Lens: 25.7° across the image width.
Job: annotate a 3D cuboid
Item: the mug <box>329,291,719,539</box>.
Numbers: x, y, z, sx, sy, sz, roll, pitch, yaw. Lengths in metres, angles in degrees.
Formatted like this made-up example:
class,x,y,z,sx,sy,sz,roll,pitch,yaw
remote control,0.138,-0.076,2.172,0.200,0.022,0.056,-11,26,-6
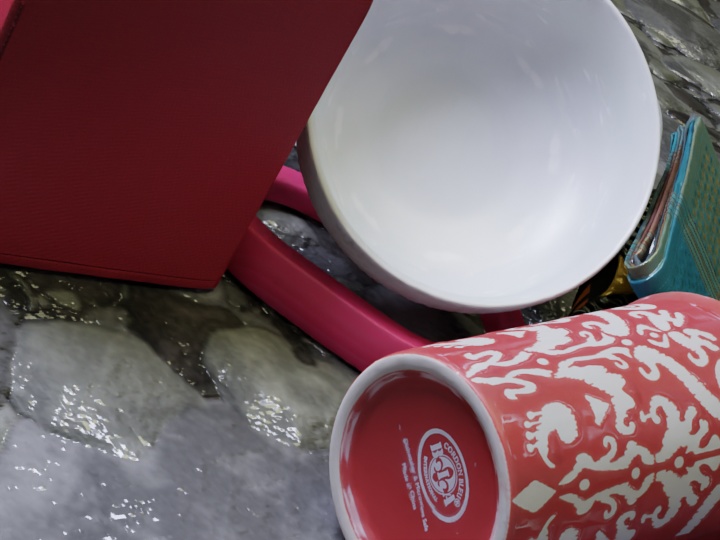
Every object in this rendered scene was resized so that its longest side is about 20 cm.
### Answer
class,x,y,z,sx,sy,sz,roll,pitch,yaw
mug,0.104,0.095,0.712,0.199,0.134,0.178,-3,41,-44

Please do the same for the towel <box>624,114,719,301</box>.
class,x,y,z,sx,sy,sz,roll,pitch,yaw
towel,0.205,0.033,0.895,0.201,0.022,0.147,62,36,-27

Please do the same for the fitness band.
class,x,y,z,sx,sy,sz,roll,pitch,yaw
fitness band,0.000,0.000,0.874,0.199,0.038,0.144,35,28,7

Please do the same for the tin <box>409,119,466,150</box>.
class,x,y,z,sx,sy,sz,roll,pitch,yaw
tin,0.028,-0.143,0.951,0.111,0.042,0.201,11,58,5

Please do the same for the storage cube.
class,x,y,z,sx,sy,sz,roll,pitch,yaw
storage cube,-0.131,-0.120,0.766,0.199,0.180,0.171,7,35,-40

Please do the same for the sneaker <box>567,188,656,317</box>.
class,x,y,z,sx,sy,sz,roll,pitch,yaw
sneaker,0.149,0.045,0.926,0.070,0.090,0.201,26,51,7

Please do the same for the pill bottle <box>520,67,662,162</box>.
class,x,y,z,sx,sy,sz,roll,pitch,yaw
pill bottle,0.125,-0.089,1.006,0.112,0.113,0.200,29,1,-6

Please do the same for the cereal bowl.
class,x,y,z,sx,sy,sz,roll,pitch,yaw
cereal bowl,0.055,-0.073,0.851,0.199,0.201,0.083,26,-13,-13
